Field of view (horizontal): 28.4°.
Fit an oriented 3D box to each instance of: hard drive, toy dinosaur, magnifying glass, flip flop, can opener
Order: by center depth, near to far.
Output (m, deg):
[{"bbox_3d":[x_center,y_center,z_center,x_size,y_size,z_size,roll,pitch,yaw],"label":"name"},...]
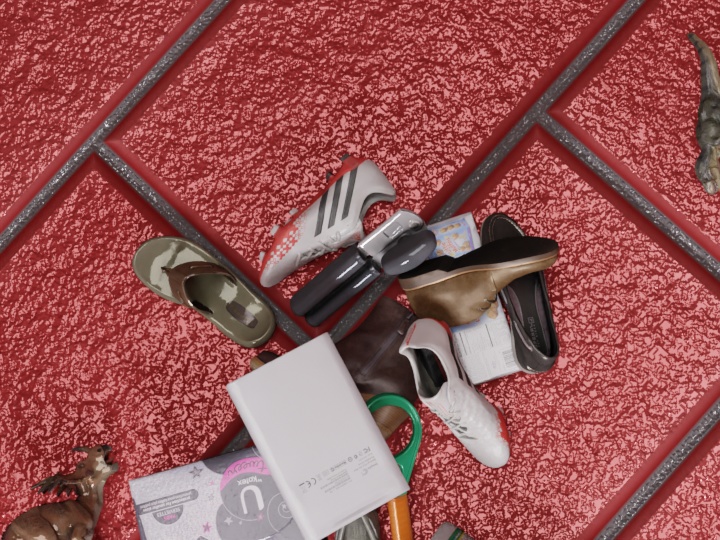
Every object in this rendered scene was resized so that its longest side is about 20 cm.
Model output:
[{"bbox_3d":[-0.048,0.189,1.604,0.131,0.026,0.201,-27,82,-12],"label":"hard drive"},{"bbox_3d":[0.040,0.241,1.660,0.079,0.022,0.202,-11,99,-16],"label":"magnifying glass"},{"bbox_3d":[-0.366,0.299,1.674,0.199,0.086,0.136,-23,73,-40],"label":"toy dinosaur"},{"bbox_3d":[0.000,0.000,1.685,0.199,0.053,0.067,-37,35,21],"label":"can opener"},{"bbox_3d":[0.440,-0.195,1.702,0.087,0.047,0.202,-3,78,13],"label":"toy dinosaur"},{"bbox_3d":[-0.191,0.023,1.734,0.199,0.058,0.081,36,87,10],"label":"flip flop"}]

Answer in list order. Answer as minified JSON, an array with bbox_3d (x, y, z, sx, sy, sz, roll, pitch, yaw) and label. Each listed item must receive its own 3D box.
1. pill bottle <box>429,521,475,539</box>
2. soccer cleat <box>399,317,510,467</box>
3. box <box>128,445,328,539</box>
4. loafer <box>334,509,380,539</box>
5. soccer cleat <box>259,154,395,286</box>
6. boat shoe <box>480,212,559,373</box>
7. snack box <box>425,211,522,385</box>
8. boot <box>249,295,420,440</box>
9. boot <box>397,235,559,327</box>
[{"bbox_3d":[0.147,0.387,1.613,0.199,0.113,0.113,34,87,10],"label":"pill bottle"},{"bbox_3d":[0.107,0.150,1.646,0.068,0.085,0.201,-23,100,33],"label":"soccer cleat"},{"bbox_3d":[-0.153,0.281,1.662,0.198,0.115,0.133,-15,80,4],"label":"box"},{"bbox_3d":[-0.002,0.369,1.654,0.069,0.070,0.202,-7,81,5],"label":"loafer"},{"bbox_3d":[-0.041,-0.049,1.717,0.085,0.069,0.200,40,83,15],"label":"soccer cleat"},{"bbox_3d":[0.195,0.021,1.679,0.066,0.057,0.202,-10,78,-19],"label":"boat shoe"},{"bbox_3d":[0.131,0.035,1.711,0.071,0.024,0.202,-18,80,3],"label":"snack box"},{"bbox_3d":[-0.015,0.102,1.709,0.199,0.072,0.167,28,74,11],"label":"boot"},{"bbox_3d":[0.146,0.013,1.650,0.199,0.074,0.076,-15,104,28],"label":"boot"}]
